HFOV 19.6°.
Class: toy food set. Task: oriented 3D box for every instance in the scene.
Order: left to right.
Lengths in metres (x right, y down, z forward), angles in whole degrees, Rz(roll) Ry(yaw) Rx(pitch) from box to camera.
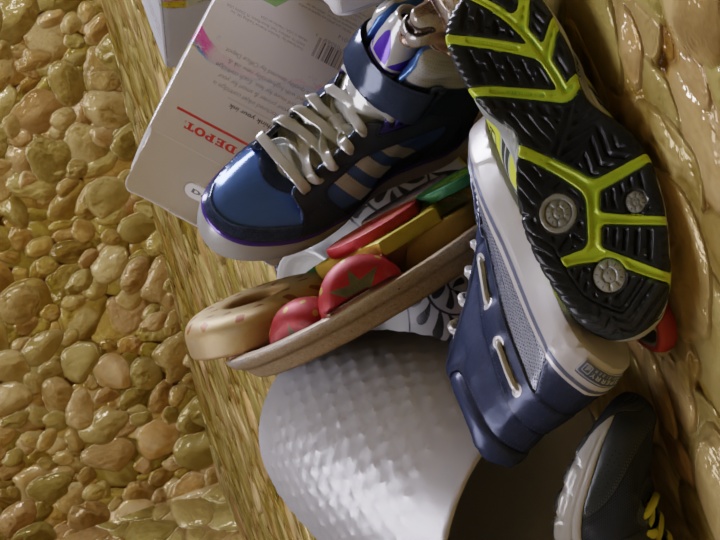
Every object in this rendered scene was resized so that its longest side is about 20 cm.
[{"bbox_3d":[0.000,0.000,1.237,0.049,0.197,0.200,60,151,-5],"label":"toy food set"}]

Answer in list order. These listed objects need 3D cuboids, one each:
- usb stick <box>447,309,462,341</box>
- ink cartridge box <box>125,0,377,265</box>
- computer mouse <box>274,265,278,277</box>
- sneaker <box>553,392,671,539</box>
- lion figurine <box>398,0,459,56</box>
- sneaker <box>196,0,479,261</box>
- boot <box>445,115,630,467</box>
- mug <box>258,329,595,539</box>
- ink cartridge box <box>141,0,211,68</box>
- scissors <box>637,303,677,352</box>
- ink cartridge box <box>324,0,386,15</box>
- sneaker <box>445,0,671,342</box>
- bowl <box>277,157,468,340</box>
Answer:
[{"bbox_3d":[0.077,0.040,1.282,0.056,0.032,0.201,66,145,39],"label":"usb stick"},{"bbox_3d":[-0.070,-0.098,1.339,0.201,0.116,0.067,-65,7,-26],"label":"ink cartridge box"},{"bbox_3d":[0.012,-0.002,1.528,0.199,0.034,0.059,7,106,44],"label":"computer mouse"},{"bbox_3d":[0.154,0.164,1.168,0.074,0.084,0.202,-40,-41,-58],"label":"sneaker"},{"bbox_3d":[0.044,-0.221,1.155,0.123,0.072,0.202,74,-172,-66],"label":"lion figurine"},{"bbox_3d":[-0.008,-0.099,1.229,0.081,0.199,0.147,53,156,27],"label":"sneaker"},{"bbox_3d":[0.075,0.006,1.125,0.072,0.090,0.201,27,-147,-33],"label":"boot"},{"bbox_3d":[0.030,0.135,1.238,0.175,0.147,0.202,23,122,38],"label":"mug"},{"bbox_3d":[-0.096,-0.252,1.572,0.200,0.146,0.086,101,150,-67],"label":"ink cartridge box"},{"bbox_3d":[0.131,-0.009,1.162,0.200,0.014,0.074,-140,34,-70],"label":"scissors"},{"bbox_3d":[-0.014,-0.279,1.268,0.146,0.084,0.201,-121,16,-56],"label":"ink cartridge box"},{"bbox_3d":[0.112,-0.056,1.077,0.202,0.075,0.076,70,-167,18],"label":"sneaker"},{"bbox_3d":[0.006,0.005,1.397,0.200,0.094,0.202,31,137,34],"label":"bowl"}]
